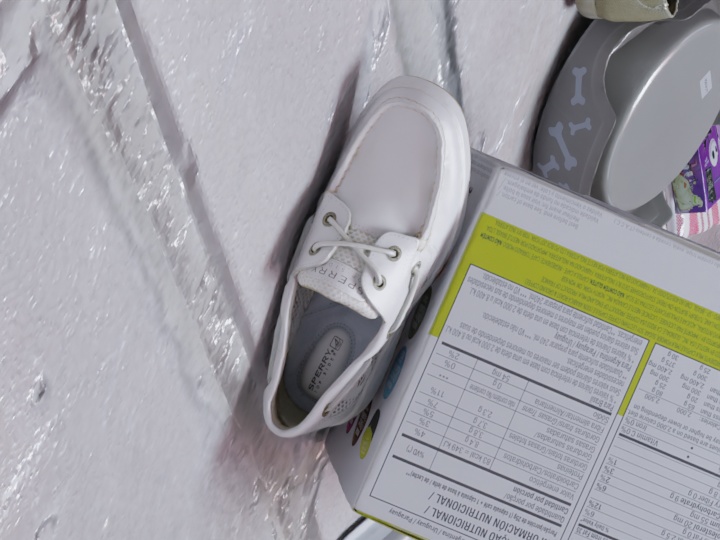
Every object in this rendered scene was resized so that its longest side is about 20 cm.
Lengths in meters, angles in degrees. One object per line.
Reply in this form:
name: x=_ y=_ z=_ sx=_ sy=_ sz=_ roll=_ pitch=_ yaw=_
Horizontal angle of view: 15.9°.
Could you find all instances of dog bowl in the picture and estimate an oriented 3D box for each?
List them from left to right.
dog bowl: x=0.189 y=-0.111 z=1.696 sx=0.200 sy=0.059 sz=0.200 roll=-42 pitch=152 yaw=-29

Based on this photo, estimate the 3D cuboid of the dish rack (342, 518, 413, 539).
dish rack: x=0.014 y=0.229 z=1.707 sx=0.200 sy=0.044 sz=0.172 roll=-32 pitch=143 yaw=-61

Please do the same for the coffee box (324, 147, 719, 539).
coffee box: x=0.112 y=0.062 z=1.404 sx=0.200 sy=0.200 sz=0.198 roll=-126 pitch=-121 yaw=-82

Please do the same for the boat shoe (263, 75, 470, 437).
boat shoe: x=0.000 y=0.000 z=1.299 sx=0.069 sy=0.071 sz=0.200 roll=-37 pitch=148 yaw=-62

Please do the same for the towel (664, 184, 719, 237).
towel: x=0.253 y=-0.106 z=1.924 sx=0.200 sy=0.030 sz=0.147 roll=-20 pitch=105 yaw=-65

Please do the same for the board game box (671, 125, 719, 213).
board game box: x=0.261 y=-0.125 z=1.878 sx=0.200 sy=0.032 sz=0.120 roll=-39 pitch=126 yaw=-61

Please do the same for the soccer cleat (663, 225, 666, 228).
soccer cleat: x=0.206 y=0.004 z=1.960 sx=0.078 sy=0.069 sz=0.200 roll=-57 pitch=164 yaw=-20

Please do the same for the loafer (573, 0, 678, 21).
loafer: x=0.195 y=-0.242 z=1.581 sx=0.076 sy=0.068 sz=0.200 roll=-18 pitch=129 yaw=-68
